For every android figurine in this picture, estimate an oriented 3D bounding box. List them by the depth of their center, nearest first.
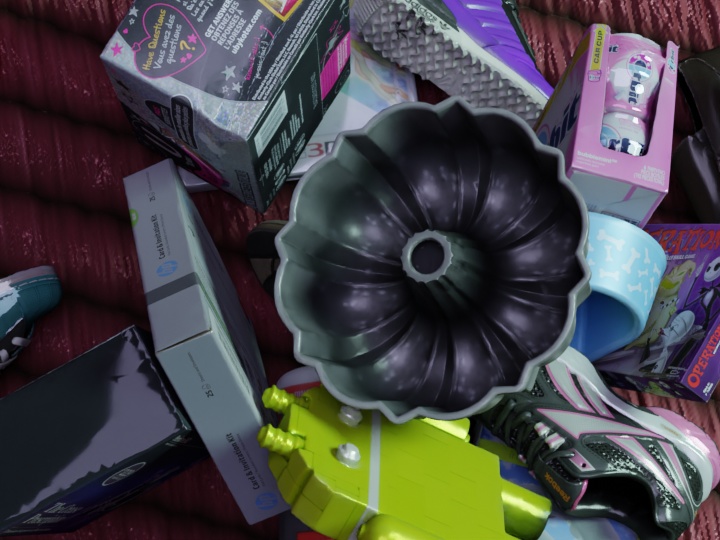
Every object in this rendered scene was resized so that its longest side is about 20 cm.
[{"bbox_3d":[0.027,0.129,1.042,0.200,0.182,0.041,27,114,-9],"label":"android figurine"}]

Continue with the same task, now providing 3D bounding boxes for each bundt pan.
[{"bbox_3d":[0.051,0.001,1.054,0.201,0.076,0.203,-5,74,19],"label":"bundt pan"}]

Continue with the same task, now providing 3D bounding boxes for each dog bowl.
[{"bbox_3d":[0.117,0.027,1.149,0.111,0.200,0.050,25,56,-24],"label":"dog bowl"}]

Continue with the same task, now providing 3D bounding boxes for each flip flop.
[{"bbox_3d":[0.000,0.000,1.183,0.057,0.200,0.081,-26,116,-36],"label":"flip flop"}]

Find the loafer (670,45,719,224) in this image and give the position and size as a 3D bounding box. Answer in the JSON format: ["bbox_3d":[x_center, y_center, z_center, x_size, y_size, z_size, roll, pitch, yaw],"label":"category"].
[{"bbox_3d":[0.258,-0.069,1.240,0.071,0.073,0.201,-2,71,5],"label":"loafer"}]

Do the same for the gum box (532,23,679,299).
[{"bbox_3d":[0.149,-0.063,1.150,0.066,0.200,0.114,14,60,-6],"label":"gum box"}]

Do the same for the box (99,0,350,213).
[{"bbox_3d":[-0.087,-0.138,1.156,0.114,0.200,0.132,30,80,6],"label":"box"}]

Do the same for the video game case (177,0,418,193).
[{"bbox_3d":[-0.054,-0.166,1.274,0.182,0.022,0.201,-7,79,-2],"label":"video game case"}]

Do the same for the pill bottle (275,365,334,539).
[{"bbox_3d":[0.002,0.168,1.158,0.115,0.116,0.201,-2,76,-1],"label":"pill bottle"}]

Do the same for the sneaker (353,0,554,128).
[{"bbox_3d":[0.098,-0.162,1.252,0.200,0.070,0.100,40,53,-6],"label":"sneaker"}]

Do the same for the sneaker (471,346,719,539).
[{"bbox_3d":[0.135,0.110,1.109,0.199,0.081,0.086,24,44,10],"label":"sneaker"}]

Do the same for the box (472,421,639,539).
[{"bbox_3d":[0.126,0.164,1.144,0.122,0.048,0.200,16,42,2],"label":"box"}]

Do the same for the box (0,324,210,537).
[{"bbox_3d":[-0.170,0.109,1.121,0.141,0.200,0.079,-31,81,1],"label":"box"}]

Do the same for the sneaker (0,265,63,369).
[{"bbox_3d":[-0.284,0.076,1.204,0.200,0.071,0.080,-35,86,-2],"label":"sneaker"}]

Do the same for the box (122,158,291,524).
[{"bbox_3d":[-0.099,0.042,1.117,0.041,0.156,0.200,-22,37,2],"label":"box"}]

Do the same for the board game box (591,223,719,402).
[{"bbox_3d":[0.200,0.024,1.153,0.032,0.200,0.120,39,78,-16],"label":"board game box"}]
